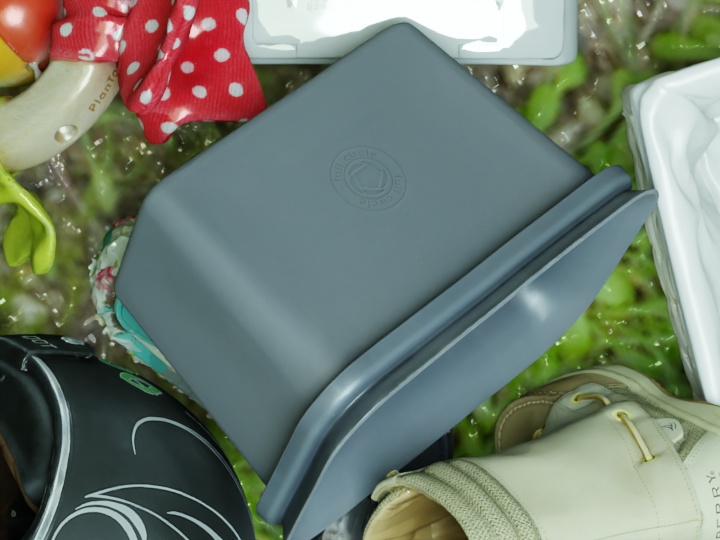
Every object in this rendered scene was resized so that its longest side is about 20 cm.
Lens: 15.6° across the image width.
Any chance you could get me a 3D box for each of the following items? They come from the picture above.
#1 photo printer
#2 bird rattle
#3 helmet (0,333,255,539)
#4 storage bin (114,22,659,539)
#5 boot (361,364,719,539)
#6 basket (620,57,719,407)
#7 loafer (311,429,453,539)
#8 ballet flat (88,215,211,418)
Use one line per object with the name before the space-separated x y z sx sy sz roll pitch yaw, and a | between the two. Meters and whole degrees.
photo printer | 0.014 -0.190 1.154 0.166 0.069 0.201 -1 97 0
bird rattle | -0.143 -0.098 1.132 0.200 0.112 0.163 -44 60 24
helmet | -0.138 0.138 1.138 0.200 0.200 0.191 -40 139 4
storage bin | 0.000 0.000 1.093 0.200 0.146 0.134 -35 74 -32
boot | 0.066 0.096 1.113 0.155 0.200 0.073 -13 102 -23
basket | 0.199 -0.007 1.156 0.135 0.123 0.201 -15 99 1
loafer | -0.004 0.149 1.184 0.072 0.063 0.201 16 113 -24
ballet flat | -0.046 0.039 1.181 0.076 0.064 0.200 -39 124 7
